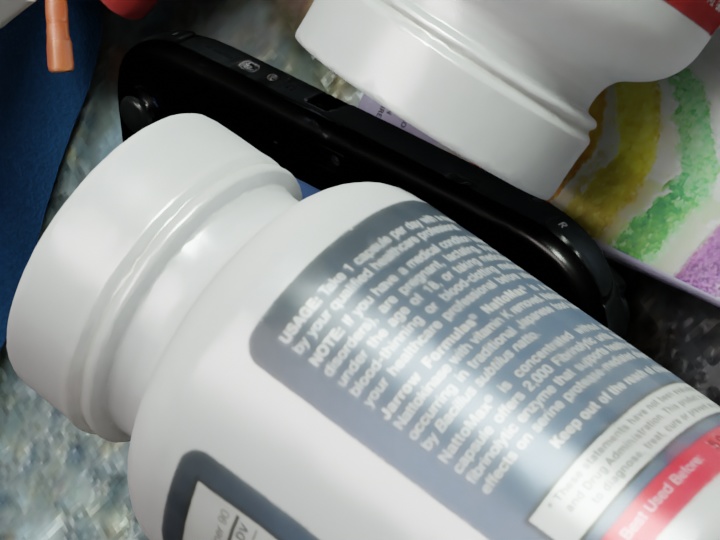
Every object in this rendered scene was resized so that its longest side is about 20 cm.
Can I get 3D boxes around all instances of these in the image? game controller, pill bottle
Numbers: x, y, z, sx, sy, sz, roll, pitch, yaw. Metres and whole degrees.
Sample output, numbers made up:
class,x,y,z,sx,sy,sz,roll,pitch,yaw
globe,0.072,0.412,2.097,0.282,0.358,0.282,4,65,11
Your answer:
class,x,y,z,sx,sy,sz,roll,pitch,yaw
game controller,0.000,0.000,0.882,0.199,0.042,0.105,28,128,36
pill bottle,0.008,0.047,0.774,0.200,0.119,0.120,36,98,20
pill bottle,0.070,-0.125,0.791,0.112,0.112,0.201,37,97,36

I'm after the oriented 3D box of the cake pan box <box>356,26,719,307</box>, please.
class,x,y,z,sx,sy,sz,roll,pitch,yaw
cake pan box,0.114,-0.093,0.852,0.184,0.052,0.201,29,93,35

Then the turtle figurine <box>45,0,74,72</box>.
class,x,y,z,sx,sy,sz,roll,pitch,yaw
turtle figurine,-0.034,-0.141,0.839,0.201,0.064,0.161,-66,16,2

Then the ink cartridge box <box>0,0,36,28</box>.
class,x,y,z,sx,sy,sz,roll,pitch,yaw
ink cartridge box,-0.176,-0.117,0.977,0.200,0.084,0.147,-31,35,42

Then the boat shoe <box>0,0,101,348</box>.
class,x,y,z,sx,sy,sz,roll,pitch,yaw
boat shoe,-0.151,-0.016,1.006,0.068,0.084,0.201,11,66,43

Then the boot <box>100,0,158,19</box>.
class,x,y,z,sx,sy,sz,roll,pitch,yaw
boot,-0.027,-0.142,0.938,0.200,0.072,0.145,21,90,55
